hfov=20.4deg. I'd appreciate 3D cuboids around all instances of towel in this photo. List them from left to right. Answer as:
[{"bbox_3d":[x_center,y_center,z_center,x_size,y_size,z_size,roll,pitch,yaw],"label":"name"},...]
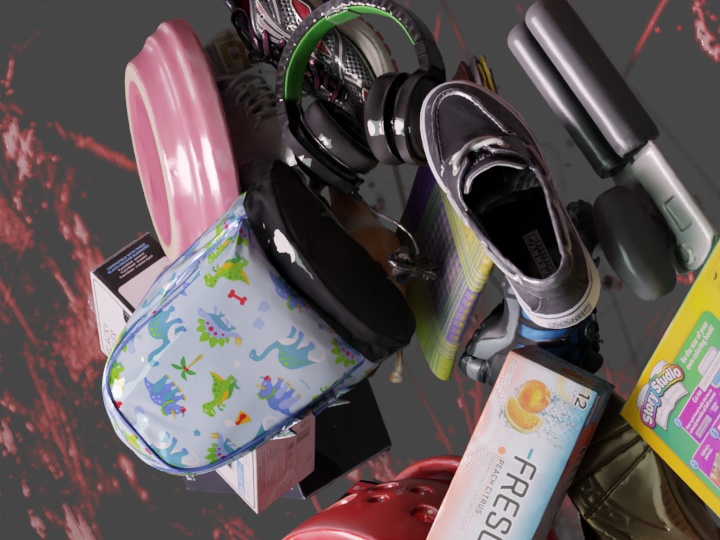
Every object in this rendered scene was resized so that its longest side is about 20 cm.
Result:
[{"bbox_3d":[0.068,-0.035,1.398,0.201,0.023,0.144,110,153,-46],"label":"towel"}]

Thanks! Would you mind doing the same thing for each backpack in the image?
[{"bbox_3d":[-0.088,0.052,1.387,0.200,0.154,0.163,-33,104,26],"label":"backpack"}]

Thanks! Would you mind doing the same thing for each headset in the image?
[{"bbox_3d":[0.013,-0.091,1.388,0.123,0.094,0.201,-20,73,26],"label":"headset"}]

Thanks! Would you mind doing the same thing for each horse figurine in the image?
[{"bbox_3d":[0.000,0.000,1.499,0.200,0.050,0.133,-115,21,-59],"label":"horse figurine"}]

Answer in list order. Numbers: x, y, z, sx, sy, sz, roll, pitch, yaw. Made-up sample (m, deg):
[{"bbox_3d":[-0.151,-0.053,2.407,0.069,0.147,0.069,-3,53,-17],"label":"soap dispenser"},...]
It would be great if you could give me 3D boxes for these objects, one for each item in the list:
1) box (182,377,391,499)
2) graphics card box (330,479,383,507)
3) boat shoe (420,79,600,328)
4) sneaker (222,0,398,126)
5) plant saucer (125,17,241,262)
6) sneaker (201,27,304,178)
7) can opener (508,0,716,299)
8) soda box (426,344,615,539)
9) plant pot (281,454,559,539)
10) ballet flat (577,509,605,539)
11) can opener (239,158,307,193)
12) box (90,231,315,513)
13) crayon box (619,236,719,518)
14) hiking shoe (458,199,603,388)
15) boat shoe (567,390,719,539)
[{"bbox_3d":[-0.094,0.078,1.663,0.182,0.104,0.201,-5,109,54],"label":"box"},{"bbox_3d":[-0.027,0.276,1.627,0.051,0.200,0.126,9,120,34],"label":"graphics card box"},{"bbox_3d":[0.086,-0.055,1.257,0.068,0.071,0.201,51,-167,-55],"label":"boat shoe"},{"bbox_3d":[-0.043,-0.163,1.460,0.200,0.074,0.081,52,144,13],"label":"sneaker"},{"bbox_3d":[-0.134,-0.085,1.489,0.200,0.051,0.202,166,90,-77],"label":"plant saucer"},{"bbox_3d":[-0.088,-0.128,1.519,0.200,0.073,0.116,0,108,63],"label":"sneaker"},{"bbox_3d":[0.155,-0.081,1.259,0.201,0.066,0.053,61,145,13],"label":"can opener"},{"bbox_3d":[0.096,0.153,1.331,0.068,0.064,0.201,26,100,15],"label":"soda box"},{"bbox_3d":[0.050,0.248,1.506,0.200,0.182,0.202,18,121,34],"label":"plant pot"},{"bbox_3d":[0.177,0.187,1.437,0.067,0.046,0.201,15,124,47],"label":"ballet flat"},{"bbox_3d":[-0.054,0.005,1.483,0.052,0.067,0.201,17,139,23],"label":"can opener"},{"bbox_3d":[-0.121,0.078,1.535,0.200,0.060,0.117,44,155,23],"label":"box"},{"bbox_3d":[0.251,0.063,1.247,0.119,0.058,0.200,47,143,22],"label":"crayon box"},{"bbox_3d":[0.139,0.028,1.371,0.087,0.074,0.200,36,146,9],"label":"hiking shoe"},{"bbox_3d":[0.195,0.160,1.368,0.071,0.064,0.201,-33,87,18],"label":"boat shoe"}]
